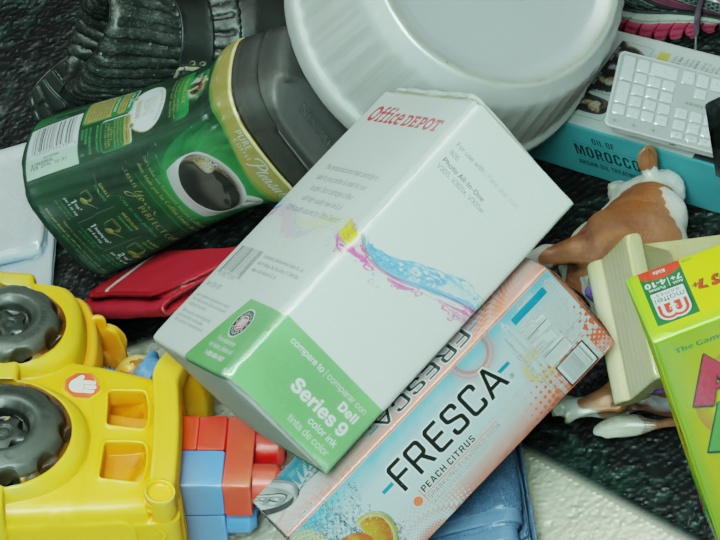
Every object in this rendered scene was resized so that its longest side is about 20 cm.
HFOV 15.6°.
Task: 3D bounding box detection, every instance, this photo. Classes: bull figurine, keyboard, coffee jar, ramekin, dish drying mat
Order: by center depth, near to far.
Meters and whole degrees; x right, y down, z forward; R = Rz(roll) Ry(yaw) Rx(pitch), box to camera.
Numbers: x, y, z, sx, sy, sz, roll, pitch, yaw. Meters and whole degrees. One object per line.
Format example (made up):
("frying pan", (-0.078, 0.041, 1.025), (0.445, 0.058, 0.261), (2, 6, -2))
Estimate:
("bull figurine", (0.150, 0.014, 1.516), (0.121, 0.065, 0.200), (-22, 44, 4))
("keyboard", (0.244, -0.082, 1.542), (0.200, 0.011, 0.056), (15, 64, 1))
("ramekin", (0.063, -0.166, 1.549), (0.202, 0.094, 0.202), (6, 73, -19))
("dish drying mat", (-0.116, 0.006, 1.583), (0.077, 0.018, 0.200), (-29, 8, -18))
("coffee jar", (-0.102, -0.075, 1.621), (0.200, 0.104, 0.085), (-19, 40, 25))

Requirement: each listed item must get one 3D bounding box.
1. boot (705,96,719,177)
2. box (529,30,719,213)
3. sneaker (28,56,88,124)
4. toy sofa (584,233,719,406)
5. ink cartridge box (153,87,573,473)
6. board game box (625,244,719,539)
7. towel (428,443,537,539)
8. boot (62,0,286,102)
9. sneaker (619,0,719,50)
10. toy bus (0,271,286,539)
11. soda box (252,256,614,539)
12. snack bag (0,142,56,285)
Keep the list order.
("boot", (0.285, -0.077, 1.407), (0.165, 0.200, 0.066), (-27, 67, 17))
("box", (0.166, -0.099, 1.623), (0.200, 0.049, 0.082), (19, 60, 35))
("sneaker", (-0.126, -0.141, 1.784), (0.200, 0.076, 0.088), (-23, 13, 14))
("toy sofa", (0.227, 0.020, 1.430), (0.200, 0.098, 0.083), (-7, 76, -14))
("ink cartridge box", (0.000, 0.000, 1.421), (0.200, 0.088, 0.145), (-49, 18, -8))
("board game box", (0.211, 0.065, 1.348), (0.102, 0.200, 0.048), (-20, 46, 4))
("towel", (0.033, 0.088, 1.484), (0.112, 0.049, 0.200), (-15, 61, 12))
("boot", (-0.085, -0.164, 1.646), (0.158, 0.211, 0.079), (18, 40, -19))
("sneaker", (0.243, -0.188, 1.656), (0.200, 0.075, 0.081), (-2, 49, 20))
("toy bus", (-0.138, 0.099, 1.521), (0.192, 0.136, 0.200), (-4, 44, 2))
("soda box", (0.039, 0.081, 1.405), (0.200, 0.064, 0.068), (-45, 22, -5))
("snack bag", (-0.288, 0.008, 1.727), (0.189, 0.021, 0.200), (-14, 47, 11))
